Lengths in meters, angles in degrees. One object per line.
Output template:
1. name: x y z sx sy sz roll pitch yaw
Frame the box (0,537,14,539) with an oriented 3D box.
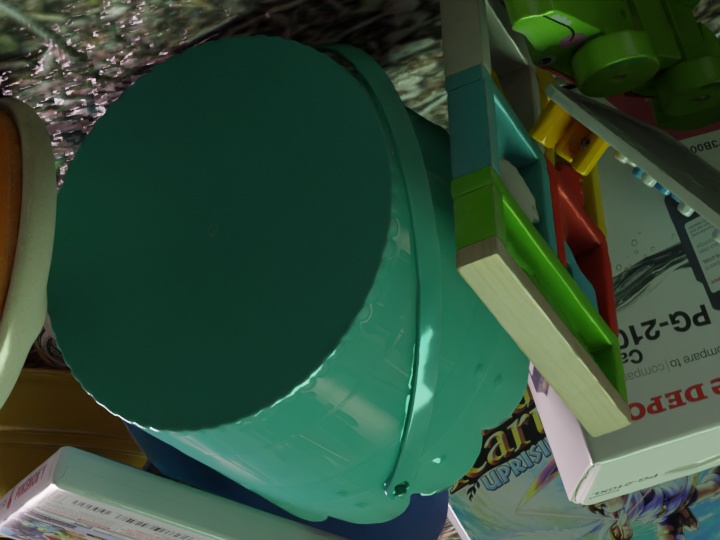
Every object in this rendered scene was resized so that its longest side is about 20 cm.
1. box: -0.221 0.154 1.297 0.199 0.108 0.148 -4 158 -38

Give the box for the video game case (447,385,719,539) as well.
1. video game case: 0.144 0.103 1.153 0.199 0.182 0.045 -32 -172 -3

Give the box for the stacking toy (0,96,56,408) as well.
1. stacking toy: -0.232 -0.017 0.814 0.199 0.147 0.146 12 149 -26

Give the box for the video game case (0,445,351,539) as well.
1. video game case: -0.075 0.140 1.008 0.199 0.023 0.182 20 161 -14

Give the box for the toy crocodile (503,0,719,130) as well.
1. toy crocodile: 0.119 -0.107 0.931 0.062 0.068 0.199 -28 160 31

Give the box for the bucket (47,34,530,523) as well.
1. bucket: -0.031 0.001 0.896 0.206 0.208 0.135 -25 153 20

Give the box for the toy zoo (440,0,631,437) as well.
1. toy zoo: 0.075 -0.042 0.892 0.020 0.201 0.131 -21 134 21

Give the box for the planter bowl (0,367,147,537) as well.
1. planter bowl: -0.182 0.108 1.136 0.199 0.084 0.200 3 169 1

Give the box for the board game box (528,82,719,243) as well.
1. board game box: 0.183 -0.007 0.922 0.026 0.200 0.200 -54 159 12

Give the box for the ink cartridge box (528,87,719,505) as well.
1. ink cartridge box: 0.151 0.004 1.069 0.144 0.201 0.084 -16 162 -8

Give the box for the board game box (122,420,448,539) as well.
1. board game box: -0.049 0.086 1.031 0.199 0.158 0.039 24 121 -20

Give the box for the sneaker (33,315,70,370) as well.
1. sneaker: -0.090 0.023 1.116 0.199 0.078 0.082 4 160 -33
